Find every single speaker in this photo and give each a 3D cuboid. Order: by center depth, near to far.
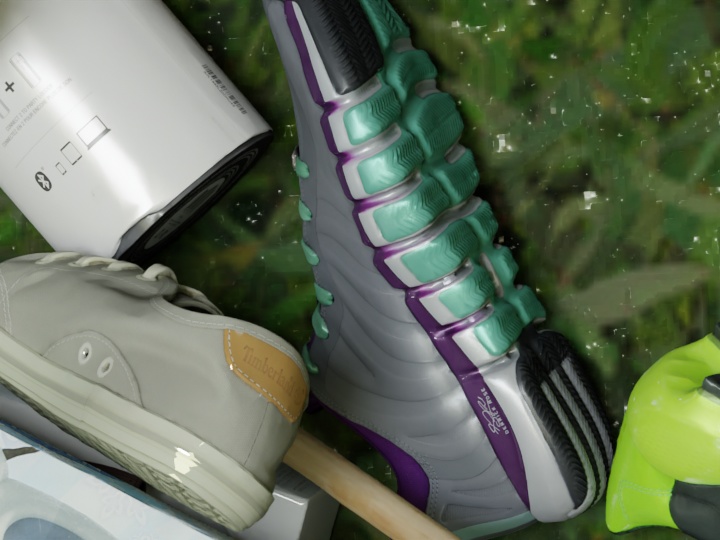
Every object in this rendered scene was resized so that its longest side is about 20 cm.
[{"bbox_3d":[-0.122,-0.093,0.942,0.081,0.081,0.200,-43,86,16],"label":"speaker"}]

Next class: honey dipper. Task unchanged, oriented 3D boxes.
[{"bbox_3d":[-0.007,0.064,0.912,0.200,0.038,0.038,31,106,37],"label":"honey dipper"}]

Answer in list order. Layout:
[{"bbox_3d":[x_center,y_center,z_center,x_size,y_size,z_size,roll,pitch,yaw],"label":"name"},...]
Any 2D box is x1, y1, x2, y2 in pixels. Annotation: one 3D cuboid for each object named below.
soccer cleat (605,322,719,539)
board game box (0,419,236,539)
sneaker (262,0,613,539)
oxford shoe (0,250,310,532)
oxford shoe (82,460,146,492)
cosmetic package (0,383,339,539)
[{"bbox_3d":[0.172,0.086,0.909,0.199,0.068,0.081,24,126,6],"label":"soccer cleat"},{"bbox_3d":[-0.113,0.155,0.875,0.198,0.043,0.201,28,87,-3],"label":"board game box"},{"bbox_3d":[0.000,0.000,0.931,0.087,0.074,0.201,-26,90,24],"label":"sneaker"},{"bbox_3d":[-0.076,0.024,0.889,0.075,0.200,0.058,38,81,-34],"label":"oxford shoe"},{"bbox_3d":[-0.094,0.159,0.926,0.072,0.071,0.201,-2,97,9],"label":"oxford shoe"},{"bbox_3d":[-0.105,0.142,0.987,0.150,0.052,0.201,18,102,14],"label":"cosmetic package"}]
